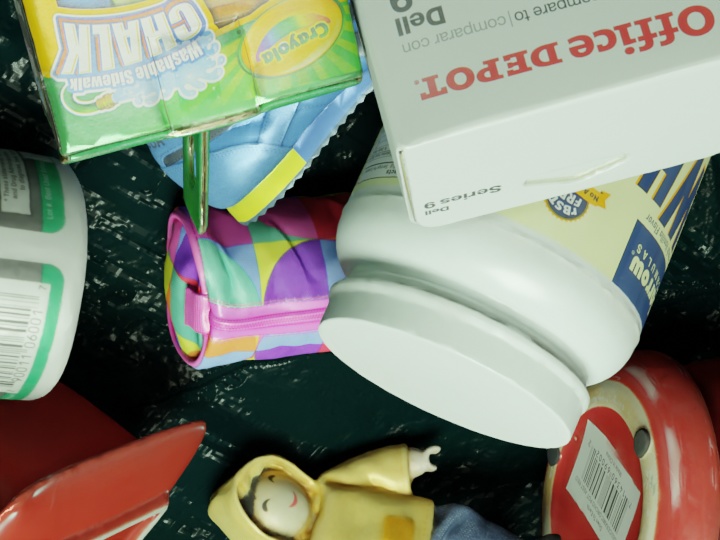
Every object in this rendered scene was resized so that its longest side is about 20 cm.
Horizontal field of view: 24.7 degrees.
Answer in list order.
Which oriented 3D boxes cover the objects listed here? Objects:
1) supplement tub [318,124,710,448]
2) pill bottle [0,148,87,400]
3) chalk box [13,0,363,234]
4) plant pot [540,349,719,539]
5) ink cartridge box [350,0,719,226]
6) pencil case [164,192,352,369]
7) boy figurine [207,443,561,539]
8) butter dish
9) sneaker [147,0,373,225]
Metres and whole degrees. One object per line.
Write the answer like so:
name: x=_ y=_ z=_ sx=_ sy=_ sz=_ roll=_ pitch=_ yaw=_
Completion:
supplement tub: x=0.075 y=-0.037 z=0.745 sx=0.145 sy=0.144 sz=0.202 roll=37 pitch=70 yaw=-38
pill bottle: x=-0.228 y=-0.007 z=0.715 sx=0.198 sy=0.113 sz=0.114 roll=8 pitch=122 yaw=-26
chalk box: x=-0.076 y=-0.119 z=0.646 sx=0.122 sy=0.124 sz=0.202 roll=-16 pitch=108 yaw=-9
plant pot: x=0.212 y=0.147 z=0.957 sx=0.180 sy=0.201 sz=0.202 roll=7 pitch=122 yaw=-18
ink cartridge box: x=0.063 y=-0.137 z=0.659 sx=0.144 sy=0.202 sz=0.084 roll=-15 pitch=160 yaw=1
pencil case: x=0.000 y=0.000 z=0.832 sx=0.197 sy=0.089 sz=0.089 roll=-6 pitch=127 yaw=-17
boy figurine: x=0.012 y=0.150 z=0.936 sx=0.198 sy=0.125 sz=0.065 roll=20 pitch=152 yaw=0
butter dish: x=-0.204 y=0.119 z=0.807 sx=0.200 sy=0.148 sz=0.200 roll=-50 pitch=168 yaw=17
sneaker: x=-0.021 y=-0.116 z=0.751 sx=0.078 sy=0.066 sz=0.200 roll=39 pitch=99 yaw=-18
